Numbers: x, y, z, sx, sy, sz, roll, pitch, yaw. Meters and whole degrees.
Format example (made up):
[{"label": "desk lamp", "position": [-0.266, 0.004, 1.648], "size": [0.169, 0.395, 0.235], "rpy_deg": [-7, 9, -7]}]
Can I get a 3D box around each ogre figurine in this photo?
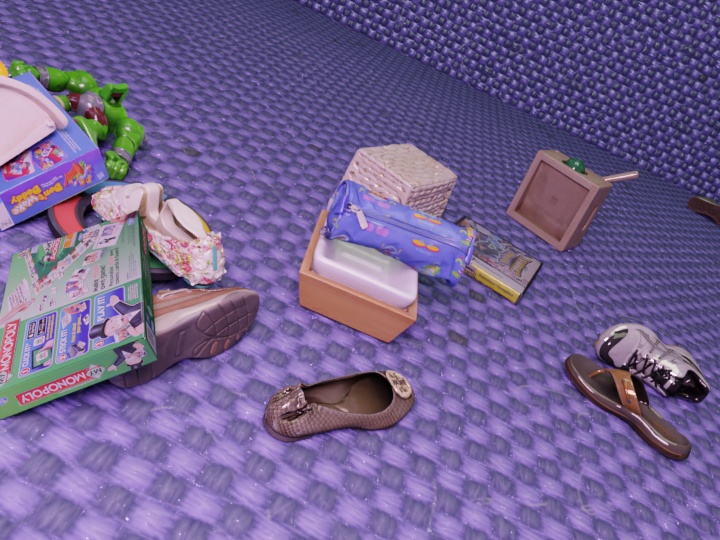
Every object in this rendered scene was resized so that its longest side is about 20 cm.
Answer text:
[{"label": "ogre figurine", "position": [-0.377, -0.216, 0.931], "size": [0.196, 0.100, 0.120], "rpy_deg": [28, 29, 8]}]

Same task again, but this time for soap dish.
[{"label": "soap dish", "position": [0.000, 0.000, 0.892], "size": [0.154, 0.083, 0.201], "rpy_deg": [22, 27, -5]}]

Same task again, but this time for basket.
[{"label": "basket", "position": [0.060, -0.131, 1.130], "size": [0.135, 0.125, 0.199], "rpy_deg": [36, 28, 20]}]

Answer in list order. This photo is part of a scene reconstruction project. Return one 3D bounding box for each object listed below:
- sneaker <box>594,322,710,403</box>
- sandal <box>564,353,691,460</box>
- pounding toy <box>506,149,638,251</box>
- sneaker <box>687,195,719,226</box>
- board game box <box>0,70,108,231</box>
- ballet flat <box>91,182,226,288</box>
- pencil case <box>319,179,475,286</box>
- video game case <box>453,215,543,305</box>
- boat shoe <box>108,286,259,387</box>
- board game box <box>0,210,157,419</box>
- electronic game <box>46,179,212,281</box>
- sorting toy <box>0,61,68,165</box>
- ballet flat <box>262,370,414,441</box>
[{"label": "sneaker", "position": [0.460, 0.146, 1.036], "size": [0.195, 0.077, 0.088], "rpy_deg": [17, 27, -14]}, {"label": "sandal", "position": [0.378, 0.178, 0.931], "size": [0.081, 0.055, 0.199], "rpy_deg": [-9, 43, -48]}, {"label": "pounding toy", "position": [0.463, -0.168, 1.460], "size": [0.183, 0.203, 0.141], "rpy_deg": [39, 29, 27]}, {"label": "sneaker", "position": [1.285, -0.213, 2.397], "size": [0.199, 0.068, 0.089], "rpy_deg": [36, 34, 27]}, {"label": "board game box", "position": [-0.404, -0.147, 0.780], "size": [0.133, 0.045, 0.200], "rpy_deg": [-32, 57, -25]}, {"label": "ballet flat", "position": [-0.217, -0.057, 0.730], "size": [0.198, 0.065, 0.075], "rpy_deg": [32, 32, 20]}, {"label": "pencil case", "position": [0.050, -0.047, 0.837], "size": [0.195, 0.080, 0.087], "rpy_deg": [20, -3, -9]}, {"label": "video game case", "position": [0.231, -0.026, 1.202], "size": [0.178, 0.026, 0.199], "rpy_deg": [33, 28, 14]}, {"label": "boat shoe", "position": [-0.181, 0.046, 0.665], "size": [0.071, 0.077, 0.198], "rpy_deg": [35, 26, 24]}, {"label": "board game box", "position": [-0.256, 0.028, 0.602], "size": [0.131, 0.030, 0.202], "rpy_deg": [-20, 40, -5]}, {"label": "electronic game", "position": [-0.269, -0.052, 0.797], "size": [0.195, 0.042, 0.201], "rpy_deg": [21, 27, -11]}, {"label": "sorting toy", "position": [-0.455, -0.154, 0.710], "size": [0.177, 0.109, 0.200], "rpy_deg": [14, 48, 37]}, {"label": "ballet flat", "position": [-0.012, 0.131, 0.687], "size": [0.196, 0.047, 0.068], "rpy_deg": [0, 37, -41]}]
